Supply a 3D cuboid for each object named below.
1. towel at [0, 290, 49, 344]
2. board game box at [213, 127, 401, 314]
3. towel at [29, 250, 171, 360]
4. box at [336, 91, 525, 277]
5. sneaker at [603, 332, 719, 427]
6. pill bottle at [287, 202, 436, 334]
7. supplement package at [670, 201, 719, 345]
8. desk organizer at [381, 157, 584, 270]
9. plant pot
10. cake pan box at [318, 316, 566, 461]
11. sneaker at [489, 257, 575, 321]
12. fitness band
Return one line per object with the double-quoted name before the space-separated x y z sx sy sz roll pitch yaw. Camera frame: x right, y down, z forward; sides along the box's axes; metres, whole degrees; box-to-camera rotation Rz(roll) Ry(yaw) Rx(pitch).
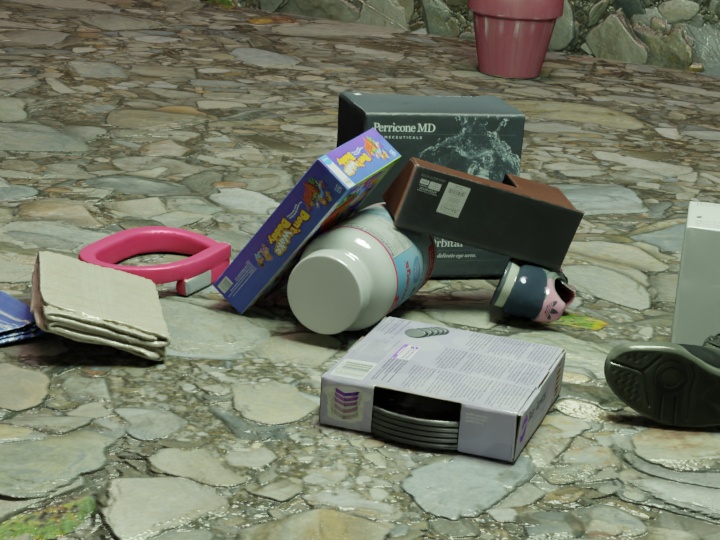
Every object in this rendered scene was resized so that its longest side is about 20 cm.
"towel" -0.418 0.049 1.511 0.200 0.024 0.145 -10 21 -39
"board game box" -0.056 -0.053 1.639 0.045 0.200 0.134 45 32 5
"towel" -0.260 0.034 1.542 0.132 0.035 0.200 17 13 -16
"box" 0.075 -0.101 1.822 0.196 0.201 0.117 -1 18 -16
"sneaker" 0.318 0.097 1.457 0.199 0.076 0.114 6 15 -6
"pill bottle" 0.000 0.000 1.630 0.108 0.109 0.200 11 18 19
"supplement package" 0.421 0.026 1.568 0.199 0.156 0.111 7 17 10
"desk organizer" 0.130 -0.070 1.674 0.199 0.072 0.077 14 21 -19
"plant pot" 0.316 -0.497 3.213 0.199 0.180 0.200 4 18 -1
"cake pan box" 0.078 0.104 1.412 0.184 0.052 0.200 7 17 17
"sneaker" 0.203 0.014 1.737 0.082 0.070 0.200 25 24 9
"fitness band" -0.229 -0.013 1.740 0.143 0.038 0.200 11 17 20
